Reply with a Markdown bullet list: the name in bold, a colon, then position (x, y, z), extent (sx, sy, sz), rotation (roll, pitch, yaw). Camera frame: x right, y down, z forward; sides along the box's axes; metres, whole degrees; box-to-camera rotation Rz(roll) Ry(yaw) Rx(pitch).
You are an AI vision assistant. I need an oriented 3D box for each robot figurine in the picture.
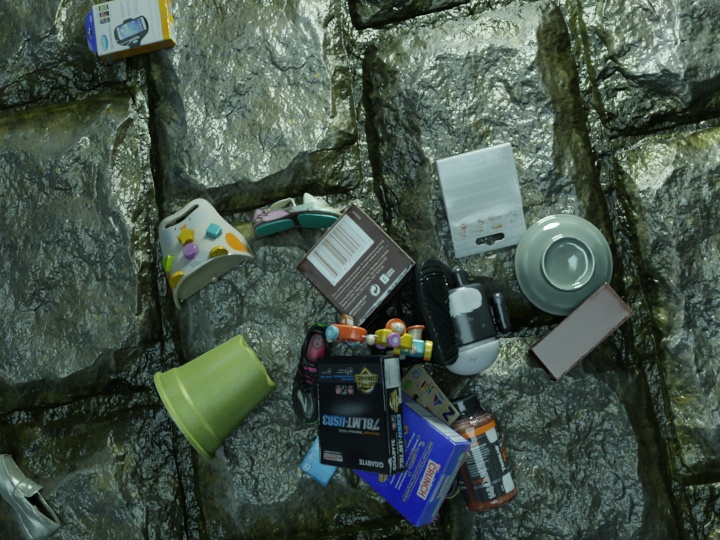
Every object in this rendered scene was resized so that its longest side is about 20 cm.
- **robot figurine**: position (0.199, 0.101, 1.252), extent (0.123, 0.149, 0.205), rotation (-10, 80, -36)

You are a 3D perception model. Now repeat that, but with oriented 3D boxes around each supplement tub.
- **supplement tub**: position (0.222, 0.345, 1.230), extent (0.105, 0.107, 0.205), rotation (-19, 83, 4)

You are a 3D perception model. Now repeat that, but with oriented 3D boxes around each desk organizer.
- **desk organizer**: position (0.426, 0.121, 1.249), extent (0.199, 0.072, 0.077), rotation (-41, 79, 1)

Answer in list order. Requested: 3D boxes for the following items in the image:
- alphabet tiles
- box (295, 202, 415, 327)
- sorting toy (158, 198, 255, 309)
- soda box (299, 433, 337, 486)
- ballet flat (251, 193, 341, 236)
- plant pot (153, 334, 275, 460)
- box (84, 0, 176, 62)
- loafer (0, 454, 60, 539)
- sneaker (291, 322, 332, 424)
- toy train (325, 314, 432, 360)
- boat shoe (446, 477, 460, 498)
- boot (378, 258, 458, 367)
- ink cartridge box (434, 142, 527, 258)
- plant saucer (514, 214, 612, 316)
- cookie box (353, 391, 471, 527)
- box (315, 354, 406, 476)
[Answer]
- **alphabet tiles**: position (0.118, 0.309, 1.233), extent (0.168, 0.007, 0.201), rotation (-51, 58, 18)
- **box**: position (0.000, 0.000, 1.242), extent (0.164, 0.200, 0.166), rotation (43, 90, 9)
- **sorting toy**: position (-0.354, -0.057, 1.354), extent (0.198, 0.107, 0.182), rotation (-32, 63, 2)
- **soda box**: position (-0.040, 0.322, 1.282), extent (0.067, 0.064, 0.203), rotation (31, 89, 8)
- **ballet flat**: position (-0.134, -0.121, 1.343), extent (0.195, 0.069, 0.073), rotation (-8, 64, 6)
- **plant pot**: position (-0.274, 0.234, 1.267), extent (0.182, 0.201, 0.202), rotation (-34, 81, -10)
- **box**: position (-0.517, -0.547, 1.438), extent (0.195, 0.041, 0.122), rotation (-11, 83, 8)
- **loafer**: position (-0.697, 0.468, 1.341), extent (0.069, 0.070, 0.202), rotation (-32, 89, -3)
- **sneaker**: position (-0.102, 0.205, 1.291), extent (0.075, 0.084, 0.206), rotation (5, 85, 7)
- **toy train**: position (0.041, 0.113, 1.120), extent (0.148, 0.198, 0.057), rotation (-3, 72, 44)
- **boat shoe**: position (0.130, 0.356, 1.260), extent (0.074, 0.062, 0.202), rotation (-33, 78, 4)
- **boot**: position (0.093, 0.088, 1.219), extent (0.166, 0.075, 0.205), rotation (-9, 96, 48)
- **ink cartridge box**: position (0.250, -0.144, 1.320), extent (0.158, 0.050, 0.205), rotation (-13, 100, 4)
- **plant saucer**: position (0.406, -0.013, 1.271), extent (0.194, 0.050, 0.206), rotation (0, 87, 5)
- **cookie box**: position (0.083, 0.342, 1.202), extent (0.198, 0.075, 0.174), rotation (32, 101, 36)
- **box**: position (-0.004, 0.258, 1.172), extent (0.198, 0.049, 0.204), rotation (-9, 80, 48)
